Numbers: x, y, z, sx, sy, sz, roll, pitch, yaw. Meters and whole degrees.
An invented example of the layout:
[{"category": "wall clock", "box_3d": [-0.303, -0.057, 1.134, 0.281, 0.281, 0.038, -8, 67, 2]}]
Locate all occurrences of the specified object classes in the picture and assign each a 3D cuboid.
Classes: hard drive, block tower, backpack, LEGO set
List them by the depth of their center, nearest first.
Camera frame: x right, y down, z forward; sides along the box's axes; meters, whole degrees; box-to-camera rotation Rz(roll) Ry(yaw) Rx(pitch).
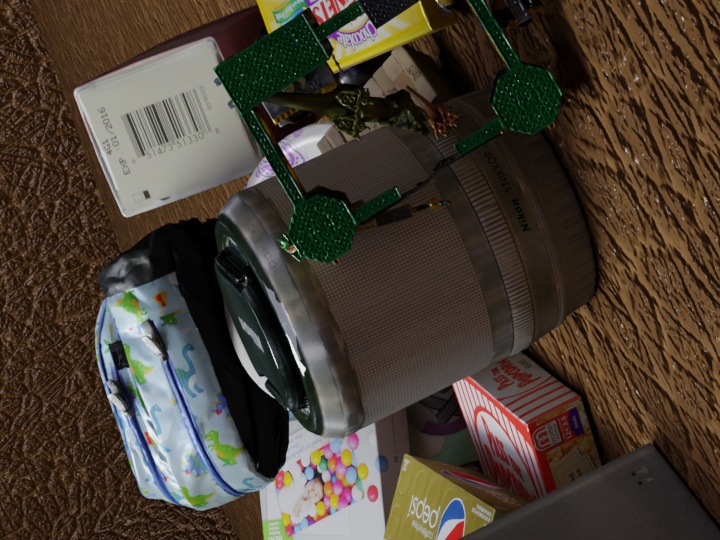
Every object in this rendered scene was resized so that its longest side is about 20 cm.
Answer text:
[{"category": "LEGO set", "box_3d": [0.012, -0.103, 1.089, 0.154, 0.200, 0.116, 50, -173, -7]}, {"category": "hard drive", "box_3d": [0.122, 0.198, 1.142, 0.140, 0.199, 0.033, 55, 164, 40]}, {"category": "block tower", "box_3d": [-0.009, -0.052, 1.284, 0.054, 0.200, 0.058, 17, -148, -48]}, {"category": "backpack", "box_3d": [-0.125, 0.078, 1.469, 0.201, 0.153, 0.163, 56, -171, 2]}]

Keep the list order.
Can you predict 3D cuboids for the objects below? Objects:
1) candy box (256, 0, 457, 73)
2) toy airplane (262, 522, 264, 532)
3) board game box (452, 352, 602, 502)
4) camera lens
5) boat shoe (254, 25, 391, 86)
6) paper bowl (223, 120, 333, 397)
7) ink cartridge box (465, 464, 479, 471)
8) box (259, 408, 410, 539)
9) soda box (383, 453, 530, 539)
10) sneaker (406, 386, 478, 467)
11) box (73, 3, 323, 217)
[{"category": "candy box", "box_3d": [-0.011, -0.184, 1.251, 0.200, 0.026, 0.103, -13, 100, 61]}, {"category": "toy airplane", "box_3d": [0.014, 0.219, 1.891, 0.198, 0.142, 0.201, 24, 148, 7]}, {"category": "board game box", "box_3d": [0.133, 0.157, 1.388, 0.151, 0.046, 0.201, 39, 151, 65]}, {"category": "camera lens", "box_3d": [0.022, -0.003, 1.181, 0.161, 0.199, 0.160, 60, 167, 24]}, {"category": "boat shoe", "box_3d": [-0.031, -0.183, 1.403, 0.200, 0.074, 0.093, 29, 134, 61]}, {"category": "paper bowl", "box_3d": [0.000, 0.000, 1.384, 0.200, 0.104, 0.203, -7, 80, 46]}, {"category": "ink cartridge box", "box_3d": [0.030, 0.168, 1.664, 0.104, 0.199, 0.060, 33, 106, 43]}, {"category": "box", "box_3d": [-0.022, 0.154, 1.541, 0.155, 0.041, 0.202, -15, 78, 49]}, {"category": "soda box", "box_3d": [0.079, 0.183, 1.349, 0.200, 0.064, 0.068, -161, 87, -74]}, {"category": "sneaker", "box_3d": [0.041, 0.069, 1.586, 0.200, 0.077, 0.141, 28, 136, 65]}, {"category": "box", "box_3d": [-0.122, -0.133, 1.541, 0.200, 0.127, 0.110, -53, -58, -69]}]
